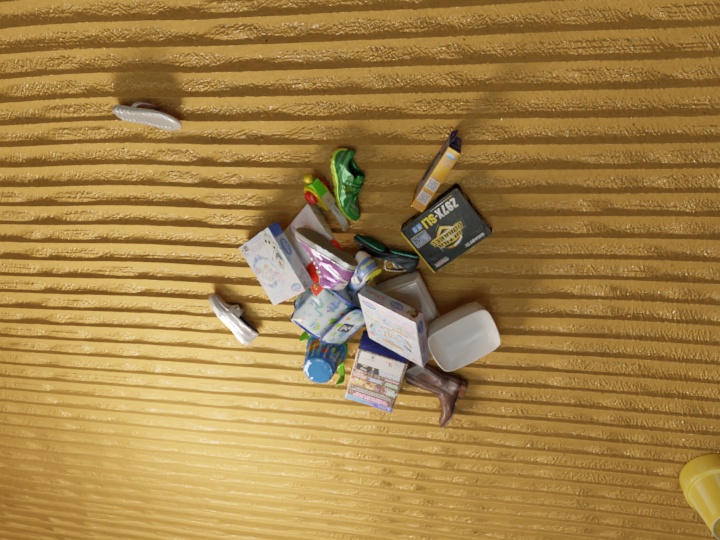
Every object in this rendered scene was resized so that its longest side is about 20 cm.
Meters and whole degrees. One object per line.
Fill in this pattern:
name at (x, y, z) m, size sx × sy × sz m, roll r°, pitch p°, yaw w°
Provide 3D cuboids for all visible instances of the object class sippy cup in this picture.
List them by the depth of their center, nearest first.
sippy cup at (-0.117, 0.273, 1.790) m, size 0.175 × 0.131 × 0.142 m, roll 21°, pitch 121°, yaw 0°

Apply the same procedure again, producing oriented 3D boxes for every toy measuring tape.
toy measuring tape at (-0.101, -0.189, 1.590) m, size 0.072 × 0.074 × 0.201 m, roll -21°, pitch 129°, yaw 21°

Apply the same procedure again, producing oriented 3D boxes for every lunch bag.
lunch bag at (-0.081, 0.122, 1.712) m, size 0.199 × 0.128 × 0.170 m, roll 37°, pitch 117°, yaw -22°

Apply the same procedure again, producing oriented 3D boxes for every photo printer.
photo printer at (0.136, 0.114, 1.677) m, size 0.164 × 0.070 × 0.202 m, roll -20°, pitch 118°, yaw 21°

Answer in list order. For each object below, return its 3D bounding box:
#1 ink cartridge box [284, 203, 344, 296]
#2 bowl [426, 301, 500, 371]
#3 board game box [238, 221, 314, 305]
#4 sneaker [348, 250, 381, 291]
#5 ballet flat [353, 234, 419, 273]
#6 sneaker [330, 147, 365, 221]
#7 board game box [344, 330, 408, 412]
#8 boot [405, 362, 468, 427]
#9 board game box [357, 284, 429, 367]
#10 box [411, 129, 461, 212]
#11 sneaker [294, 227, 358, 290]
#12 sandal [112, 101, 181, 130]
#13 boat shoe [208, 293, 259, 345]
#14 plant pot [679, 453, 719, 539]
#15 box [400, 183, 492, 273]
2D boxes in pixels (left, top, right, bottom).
ink cartridge box at (-0.137, -0.057, 1.608) m, size 0.162 × 0.057 × 0.202 m, roll -44°, pitch 61°, yaw 28°
bowl at (0.285, 0.181, 1.647) m, size 0.197 × 0.075 × 0.201 m, roll -28°, pitch 131°, yaw 5°
board game box at (-0.242, -0.015, 1.646) m, size 0.199 × 0.043 × 0.201 m, roll -23°, pitch 99°, yaw 52°
sneaker at (0.000, 0.000, 1.619) m, size 0.083 × 0.074 × 0.200 m, roll 52°, pitch 158°, yaw 3°
ballet flat at (0.067, -0.039, 1.618) m, size 0.196 × 0.073 × 0.074 m, roll 19°, pitch 120°, yaw -1°
sneaker at (-0.026, -0.225, 1.538) m, size 0.082 × 0.074 × 0.204 m, roll -4°, pitch 116°, yaw 18°
board game box at (0.053, 0.314, 1.793) m, size 0.156 × 0.097 × 0.203 m, roll 17°, pitch 120°, yaw 3°
boot at (0.213, 0.381, 1.812) m, size 0.196 × 0.064 × 0.189 m, roll 22°, pitch 107°, yaw -4°
board game box at (0.094, 0.155, 1.602) m, size 0.198 × 0.041 × 0.202 m, roll 26°, pitch 147°, yaw 32°
box at (0.198, -0.255, 1.448) m, size 0.041 × 0.120 × 0.201 m, roll 31°, pitch 120°, yaw -6°
sneaker at (-0.112, -0.023, 1.550) m, size 0.199 × 0.072 × 0.115 m, roll 37°, pitch 118°, yaw 13°
sandal at (-0.577, -0.429, 1.561) m, size 0.198 × 0.083 × 0.051 m, roll 12°, pitch 77°, yaw 7°
boat shoe at (-0.397, 0.144, 1.822) m, size 0.068 × 0.072 × 0.201 m, roll -37°, pitch 99°, yaw 4°
plant pot at (1.081, 0.685, 1.715) m, size 0.196 × 0.190 × 0.205 m, roll 5°, pitch 118°, yaw 10°
box at (0.230, -0.111, 1.559) m, size 0.199 × 0.050 × 0.160 m, roll -35°, pitch 104°, yaw 26°
